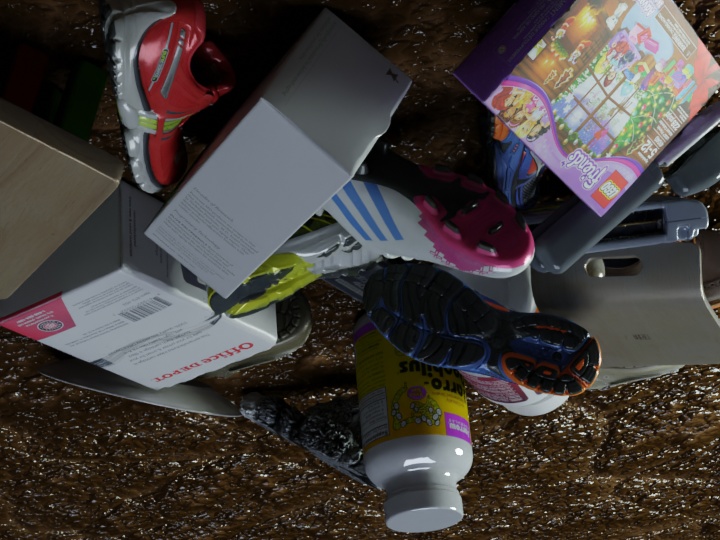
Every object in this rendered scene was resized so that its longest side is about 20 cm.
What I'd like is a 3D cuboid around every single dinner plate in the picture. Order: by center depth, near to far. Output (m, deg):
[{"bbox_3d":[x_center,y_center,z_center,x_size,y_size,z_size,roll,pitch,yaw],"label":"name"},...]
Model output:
[{"bbox_3d":[-0.206,0.107,1.540,0.198,0.025,0.200,13,180,0],"label":"dinner plate"}]

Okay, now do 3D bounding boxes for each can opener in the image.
[{"bbox_3d":[0.210,-0.060,1.222,0.199,0.067,0.053,-36,-171,-13],"label":"can opener"}]

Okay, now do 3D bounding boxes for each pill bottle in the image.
[{"bbox_3d":[0.133,0.059,1.485,0.108,0.111,0.200,-13,153,16],"label":"pill bottle"},{"bbox_3d":[0.051,0.138,1.526,0.103,0.202,0.105,-5,155,-2],"label":"pill bottle"}]

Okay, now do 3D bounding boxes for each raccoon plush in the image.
[{"bbox_3d":[-0.013,0.131,1.679,0.198,0.135,0.097,29,169,3],"label":"raccoon plush"}]

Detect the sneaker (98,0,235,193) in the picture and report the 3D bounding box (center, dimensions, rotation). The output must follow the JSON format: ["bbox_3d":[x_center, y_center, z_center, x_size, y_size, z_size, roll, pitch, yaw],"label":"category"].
[{"bbox_3d":[-0.126,-0.118,1.116,0.084,0.078,0.201,-10,156,-6],"label":"sneaker"}]

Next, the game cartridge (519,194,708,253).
[{"bbox_3d":[0.161,-0.035,1.305,0.198,0.041,0.133,-7,-178,-17],"label":"game cartridge"}]

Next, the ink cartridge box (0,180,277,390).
[{"bbox_3d":[-0.185,0.018,1.368,0.144,0.085,0.199,-21,149,29],"label":"ink cartridge box"}]

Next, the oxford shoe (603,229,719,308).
[{"bbox_3d":[0.271,-0.009,1.420,0.197,0.072,0.073,-6,150,2],"label":"oxford shoe"}]

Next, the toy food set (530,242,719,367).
[{"bbox_3d":[0.241,0.028,1.376,0.142,0.061,0.200,-3,157,26],"label":"toy food set"}]

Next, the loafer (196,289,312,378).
[{"bbox_3d":[-0.120,0.056,1.480,0.198,0.077,0.067,-10,157,32],"label":"loafer"}]

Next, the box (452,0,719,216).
[{"bbox_3d":[0.162,-0.132,1.103,0.137,0.039,0.200,-48,143,7],"label":"box"}]

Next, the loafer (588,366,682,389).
[{"bbox_3d":[0.243,0.076,1.593,0.198,0.077,0.068,-10,157,30],"label":"loafer"}]

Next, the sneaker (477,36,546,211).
[{"bbox_3d":[0.129,-0.103,1.198,0.077,0.076,0.200,-9,156,0],"label":"sneaker"}]

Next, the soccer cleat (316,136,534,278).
[{"bbox_3d":[0.044,-0.038,1.218,0.199,0.070,0.087,31,140,24],"label":"soccer cleat"}]

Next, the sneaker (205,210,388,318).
[{"bbox_3d":[-0.043,-0.037,1.304,0.198,0.085,0.075,-21,155,-19],"label":"sneaker"}]

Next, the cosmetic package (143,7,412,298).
[{"bbox_3d":[-0.060,-0.078,1.145,0.085,0.108,0.200,38,140,-8],"label":"cosmetic package"}]

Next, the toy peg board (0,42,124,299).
[{"bbox_3d":[-0.285,-0.098,1.130,0.198,0.099,0.200,27,142,-23],"label":"toy peg board"}]

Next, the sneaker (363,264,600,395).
[{"bbox_3d":[0.094,0.054,1.323,0.198,0.076,0.078,23,174,3],"label":"sneaker"}]

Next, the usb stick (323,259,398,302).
[{"bbox_3d":[0.000,0.000,1.429,0.055,0.033,0.199,-26,148,23],"label":"usb stick"}]
